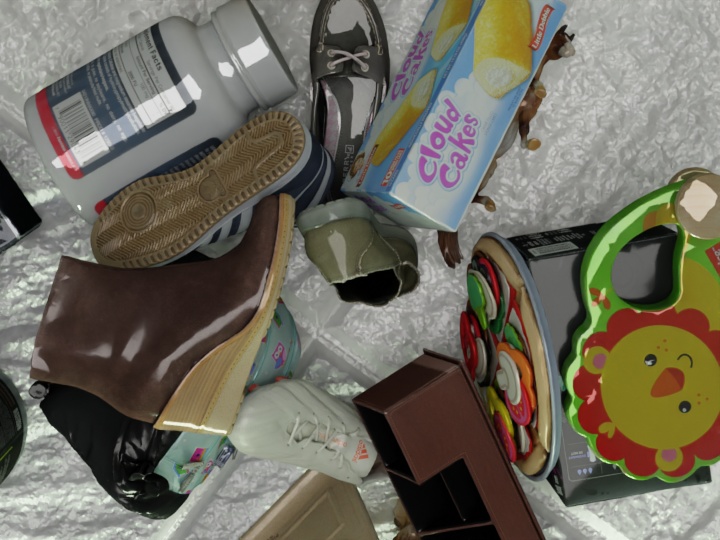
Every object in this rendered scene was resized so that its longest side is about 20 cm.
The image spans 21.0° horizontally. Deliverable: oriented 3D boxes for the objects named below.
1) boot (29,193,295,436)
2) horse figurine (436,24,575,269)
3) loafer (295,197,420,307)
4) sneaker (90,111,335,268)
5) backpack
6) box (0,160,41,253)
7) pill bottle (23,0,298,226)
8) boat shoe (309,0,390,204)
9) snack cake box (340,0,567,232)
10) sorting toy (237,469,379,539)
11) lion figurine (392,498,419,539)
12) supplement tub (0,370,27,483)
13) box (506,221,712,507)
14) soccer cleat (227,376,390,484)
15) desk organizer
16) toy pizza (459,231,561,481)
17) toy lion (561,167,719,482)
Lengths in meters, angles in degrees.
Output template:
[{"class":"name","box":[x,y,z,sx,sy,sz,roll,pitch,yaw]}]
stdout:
[{"class":"boot","box":[-0.147,0.016,1.461,0.165,0.072,0.201,20,94,-3]},{"class":"horse figurine","box":[0.107,-0.103,1.566,0.050,0.133,0.200,28,111,-14]},{"class":"loafer","box":[0.000,0.000,1.535,0.075,0.200,0.070,-17,74,16]},{"class":"sneaker","box":[-0.110,-0.050,1.540,0.199,0.108,0.070,-30,72,14]},{"class":"backpack","box":[-0.147,0.082,1.573,0.167,0.127,0.200,42,95,27]},{"class":"box","box":[-0.399,-0.060,1.574,0.199,0.117,0.197,-33,96,4]},{"class":"pill bottle","box":[-0.157,-0.133,1.557,0.199,0.120,0.120,-29,96,5]},{"class":"boat shoe","box":[-0.009,-0.131,1.573,0.066,0.057,0.201,1,106,-5]},{"class":"snack cake box","box":[0.071,-0.134,1.527,0.067,0.115,0.201,29,83,-21]},{"class":"sorting toy","box":[-0.055,0.264,1.580,0.185,0.200,0.036,-46,117,7]},{"class":"lion figurine","box":[0.010,0.274,1.593,0.072,0.200,0.123,40,131,0]},{"class":"supplement tub","box":[-0.343,0.142,1.559,0.122,0.200,0.123,0,97,1]},{"class":"box","box":[0.197,0.070,1.560,0.123,0.149,0.201,-10,98,-1]},{"class":"soccer cleat","box":[-0.028,0.133,1.560,0.077,0.200,0.070,38,103,35]},{"class":"desk organizer","box":[0.076,0.171,1.552,0.077,0.072,0.201,-31,107,-18]},{"class":"toy pizza","box":[0.112,0.070,1.539,0.032,0.200,0.202,-11,98,-12]},{"class":"toy lion","box":[0.230,0.050,1.459,0.191,0.069,0.201,-30,99,3]}]
